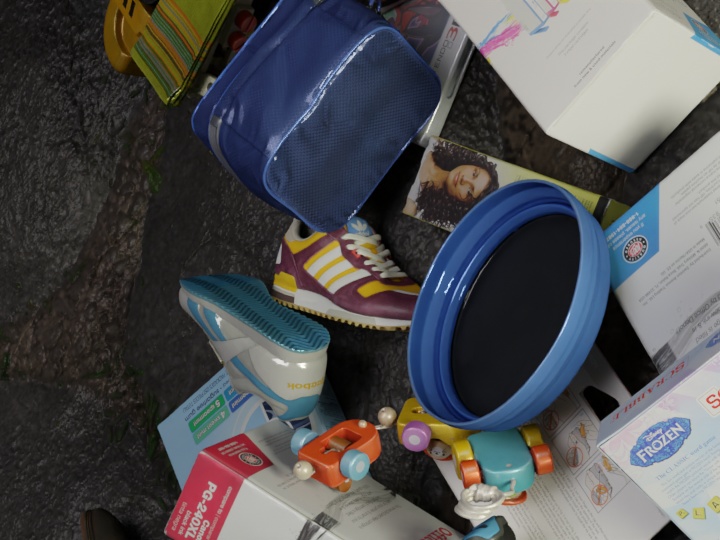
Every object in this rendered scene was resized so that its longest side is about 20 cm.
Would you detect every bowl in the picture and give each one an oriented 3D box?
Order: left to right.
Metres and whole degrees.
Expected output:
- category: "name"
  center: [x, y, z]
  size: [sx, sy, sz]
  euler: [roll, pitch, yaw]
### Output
- category: "bowl"
  center: [0.113, 0.029, 1.360]
  size: [0.201, 0.039, 0.201]
  euler: [-38, 38, 39]

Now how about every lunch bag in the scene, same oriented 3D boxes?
- category: "lunch bag"
  center: [-0.038, -0.151, 1.535]
  size: [0.200, 0.136, 0.132]
  euler: [-51, 51, -4]

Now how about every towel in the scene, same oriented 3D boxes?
- category: "towel"
  center: [-0.148, -0.252, 1.621]
  size: [0.086, 0.018, 0.200]
  euler: [50, 121, 32]

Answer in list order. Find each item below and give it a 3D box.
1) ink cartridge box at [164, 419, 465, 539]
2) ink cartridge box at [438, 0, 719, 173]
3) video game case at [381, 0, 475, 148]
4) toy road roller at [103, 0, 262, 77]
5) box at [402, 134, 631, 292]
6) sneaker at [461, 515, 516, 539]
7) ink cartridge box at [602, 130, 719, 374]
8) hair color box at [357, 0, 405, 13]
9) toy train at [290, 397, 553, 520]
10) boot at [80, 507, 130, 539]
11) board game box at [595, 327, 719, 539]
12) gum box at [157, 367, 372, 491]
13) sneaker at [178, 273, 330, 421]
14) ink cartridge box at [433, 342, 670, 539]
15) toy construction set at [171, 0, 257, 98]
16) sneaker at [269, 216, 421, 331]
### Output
- category: "ink cartridge box"
  center: [-0.031, 0.212, 1.422]
  size: [0.200, 0.145, 0.084]
  euler: [30, 105, 17]
- category: "ink cartridge box"
  center: [0.170, -0.199, 1.415]
  size: [0.125, 0.128, 0.200]
  euler: [-49, 51, 20]
- category: "video game case"
  center: [0.027, -0.224, 1.616]
  size: [0.200, 0.023, 0.183]
  euler: [27, 96, 42]
- category: "toy road roller"
  center: [-0.203, -0.280, 1.767]
  size: [0.146, 0.123, 0.200]
  euler: [-56, 50, 29]
- category: "box"
  center: [0.128, -0.048, 1.463]
  size: [0.200, 0.050, 0.075]
  euler: [22, 94, 41]
- category: "sneaker"
  center: [0.102, 0.266, 1.352]
  size: [0.082, 0.073, 0.200]
  euler: [36, 142, 32]
- category: "ink cartridge box"
  center: [0.278, 0.022, 1.292]
  size: [0.145, 0.084, 0.200]
  euler: [-42, 55, 24]
- category: "hair color box"
  center: [0.054, -0.295, 1.530]
  size: [0.200, 0.101, 0.061]
  euler: [-22, 65, 35]
- category: "toy train"
  center: [0.051, 0.154, 1.376]
  size: [0.200, 0.150, 0.056]
  euler: [16, 126, 39]
- category: "boot"
  center: [-0.182, 0.274, 1.646]
  size: [0.097, 0.075, 0.200]
  euler: [-40, 54, 4]
- category: "board game box"
  center: [0.298, 0.119, 1.196]
  size: [0.200, 0.041, 0.200]
  euler: [45, 114, -8]
- category: "gum box"
  center: [-0.082, 0.174, 1.588]
  size: [0.170, 0.044, 0.200]
  euler: [-42, 54, 24]
- category: "sneaker"
  center: [-0.101, 0.060, 1.557]
  size: [0.200, 0.076, 0.081]
  euler: [36, 126, 50]
- category: "ink cartridge box"
  center: [0.160, 0.154, 1.385]
  size: [0.176, 0.045, 0.200]
  euler: [-48, 53, 23]
- category: "toy construction set"
  center: [-0.106, -0.214, 1.647]
  size: [0.131, 0.092, 0.200]
  euler: [47, 109, 34]
- category: "sneaker"
  center: [0.000, 0.000, 1.544]
  size: [0.200, 0.075, 0.090]
  euler: [12, 92, 41]
